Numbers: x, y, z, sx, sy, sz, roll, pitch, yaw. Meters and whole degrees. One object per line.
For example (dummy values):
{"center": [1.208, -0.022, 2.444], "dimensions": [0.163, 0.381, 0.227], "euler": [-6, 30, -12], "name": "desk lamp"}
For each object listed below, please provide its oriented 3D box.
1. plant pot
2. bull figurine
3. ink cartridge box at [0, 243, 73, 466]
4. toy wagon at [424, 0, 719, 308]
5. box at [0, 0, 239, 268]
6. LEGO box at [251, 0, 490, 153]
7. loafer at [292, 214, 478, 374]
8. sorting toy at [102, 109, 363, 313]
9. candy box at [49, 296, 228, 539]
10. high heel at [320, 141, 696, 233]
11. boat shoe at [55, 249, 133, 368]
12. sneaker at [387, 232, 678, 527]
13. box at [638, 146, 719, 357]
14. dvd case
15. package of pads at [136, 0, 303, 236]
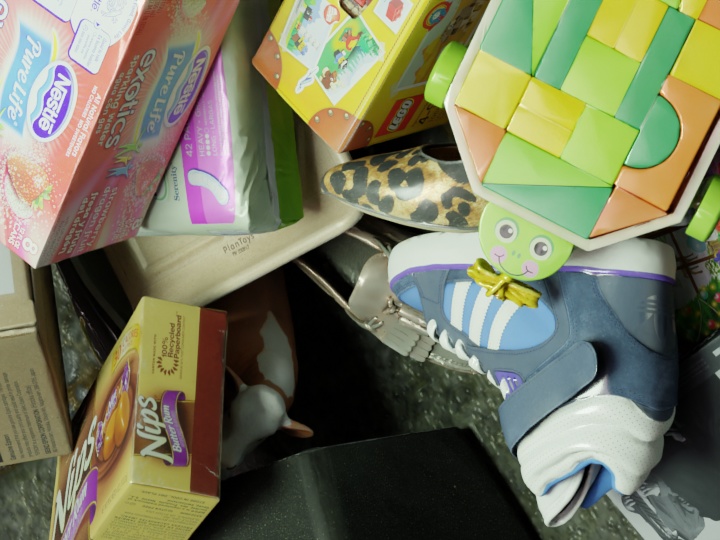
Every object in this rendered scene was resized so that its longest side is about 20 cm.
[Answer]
{"center": [-0.008, 0.198, 1.175], "dimensions": [0.199, 0.199, 0.179], "euler": [-24, 77, 42], "name": "plant pot"}
{"center": [-0.078, 0.054, 1.217], "dimensions": [0.122, 0.065, 0.201], "euler": [-50, 31, 40], "name": "bull figurine"}
{"center": [-0.223, -0.008, 1.181], "dimensions": [0.165, 0.074, 0.201], "euler": [89, 171, -60], "name": "ink cartridge box"}
{"center": [0.108, -0.071, 0.953], "dimensions": [0.154, 0.040, 0.201], "euler": [27, 103, 7], "name": "toy wagon"}
{"center": [-0.138, -0.116, 1.013], "dimensions": [0.102, 0.094, 0.201], "euler": [35, 116, 19], "name": "box"}
{"center": [0.053, -0.170, 1.034], "dimensions": [0.077, 0.148, 0.201], "euler": [46, 127, 20], "name": "LEGO box"}
{"center": [0.000, 0.000, 1.185], "dimensions": [0.200, 0.063, 0.072], "euler": [39, 124, 25], "name": "loafer"}
{"center": [-0.100, -0.086, 1.156], "dimensions": [0.184, 0.036, 0.201], "euler": [-27, 86, 33], "name": "sorting toy"}
{"center": [-0.132, 0.114, 1.164], "dimensions": [0.200, 0.056, 0.118], "euler": [129, 147, -53], "name": "candy box"}
{"center": [0.075, -0.094, 1.009], "dimensions": [0.198, 0.071, 0.144], "euler": [0, 109, 9], "name": "high heel"}
{"center": [-0.156, 0.034, 1.320], "dimensions": [0.061, 0.072, 0.202], "euler": [-42, 78, 35], "name": "boat shoe"}
{"center": [0.082, 0.058, 1.053], "dimensions": [0.199, 0.080, 0.148], "euler": [-2, 80, 48], "name": "sneaker"}
{"center": [0.177, -0.025, 1.045], "dimensions": [0.136, 0.039, 0.201], "euler": [-22, 89, 42], "name": "box"}
{"center": [0.218, 0.130, 1.034], "dimensions": [0.200, 0.025, 0.150], "euler": [49, 133, 1], "name": "dvd case"}
{"center": [-0.118, -0.119, 1.096], "dimensions": [0.153, 0.068, 0.202], "euler": [0, 100, 31], "name": "package of pads"}
